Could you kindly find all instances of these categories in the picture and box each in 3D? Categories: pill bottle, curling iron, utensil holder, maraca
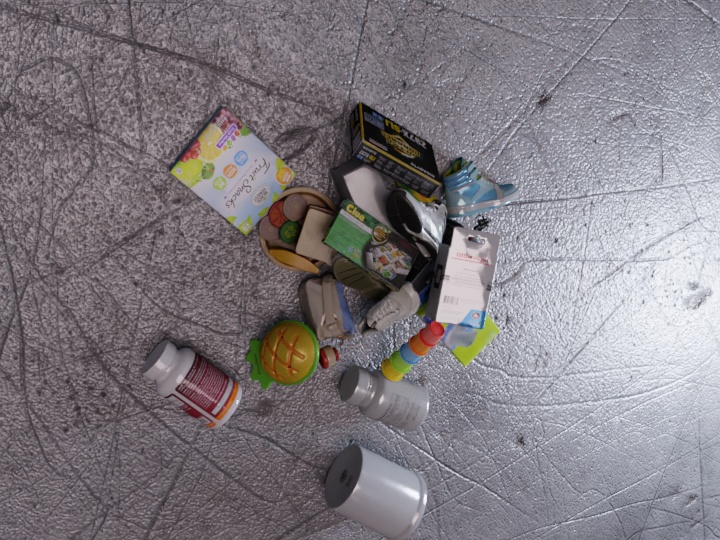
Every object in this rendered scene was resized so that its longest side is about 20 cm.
[{"bbox_3d":[0.055,0.300,1.518,0.198,0.114,0.115,25,96,-23],"label":"pill bottle"},{"bbox_3d":[0.211,-0.047,1.402,0.200,0.026,0.050,-46,150,2],"label":"curling iron"},{"bbox_3d":[0.034,0.537,1.552,0.199,0.170,0.171,32,93,-20],"label":"utensil holder"},{"bbox_3d":[-0.360,0.240,1.362,0.200,0.113,0.113,43,89,-24],"label":"pill bottle"},{"bbox_3d":[-0.172,0.186,1.392,0.198,0.107,0.139,-23,76,28],"label":"maraca"}]

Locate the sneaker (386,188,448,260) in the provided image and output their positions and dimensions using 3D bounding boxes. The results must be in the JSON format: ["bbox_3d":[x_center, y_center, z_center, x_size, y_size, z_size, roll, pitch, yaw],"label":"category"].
[{"bbox_3d":[0.125,-0.126,1.366,0.201,0.075,0.116,54,49,-41],"label":"sneaker"}]

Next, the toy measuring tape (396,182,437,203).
[{"bbox_3d":[0.098,-0.184,1.415,0.198,0.074,0.074,26,96,-28],"label":"toy measuring tape"}]

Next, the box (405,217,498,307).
[{"bbox_3d":[0.191,0.003,1.485,0.148,0.107,0.200,42,88,-24],"label":"box"}]

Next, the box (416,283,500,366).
[{"bbox_3d":[0.215,0.106,1.438,0.122,0.048,0.200,-44,114,-3],"label":"box"}]

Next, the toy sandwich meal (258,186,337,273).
[{"bbox_3d":[-0.119,-0.081,1.376,0.202,0.070,0.208,-5,106,-17],"label":"toy sandwich meal"}]

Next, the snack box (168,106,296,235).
[{"bbox_3d":[-0.258,-0.201,1.298,0.200,0.068,0.169,40,89,-25],"label":"snack box"}]

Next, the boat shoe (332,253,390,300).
[{"bbox_3d":[0.000,0.000,1.411,0.074,0.069,0.200,-18,148,23],"label":"boat shoe"}]

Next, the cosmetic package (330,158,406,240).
[{"bbox_3d":[0.017,-0.140,1.387,0.089,0.107,0.202,-25,113,-11],"label":"cosmetic package"}]

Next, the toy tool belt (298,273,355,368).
[{"bbox_3d":[-0.053,0.104,1.419,0.121,0.125,0.203,-15,90,-20],"label":"toy tool belt"}]

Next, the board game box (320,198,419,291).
[{"bbox_3d":[0.023,-0.051,1.328,0.199,0.023,0.106,34,79,-20],"label":"board game box"}]

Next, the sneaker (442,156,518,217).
[{"bbox_3d":[0.276,-0.205,1.473,0.198,0.079,0.132,-18,101,-24],"label":"sneaker"}]

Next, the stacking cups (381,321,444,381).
[{"bbox_3d":[0.116,0.180,1.426,0.060,0.061,0.200,14,141,-21],"label":"stacking cups"}]

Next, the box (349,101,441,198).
[{"bbox_3d":[0.071,-0.254,1.344,0.198,0.161,0.049,25,124,-23],"label":"box"}]

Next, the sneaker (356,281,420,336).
[{"bbox_3d":[0.060,0.092,1.409,0.081,0.200,0.076,-27,78,-39],"label":"sneaker"}]

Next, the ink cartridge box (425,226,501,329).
[{"bbox_3d":[0.218,0.013,1.354,0.114,0.067,0.203,10,95,-14],"label":"ink cartridge box"}]
